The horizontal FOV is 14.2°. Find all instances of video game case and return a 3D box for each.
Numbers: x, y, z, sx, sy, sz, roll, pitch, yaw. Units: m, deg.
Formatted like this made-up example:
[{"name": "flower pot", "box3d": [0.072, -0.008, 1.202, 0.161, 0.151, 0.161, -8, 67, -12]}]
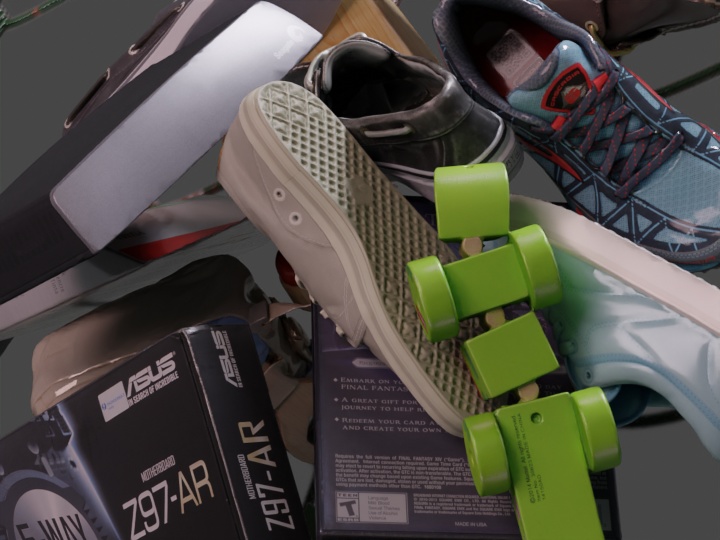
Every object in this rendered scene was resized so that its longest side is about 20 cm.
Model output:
[{"name": "video game case", "box3d": [0.048, 0.048, 1.396, 0.143, 0.019, 0.200, 2, 53, -6]}]

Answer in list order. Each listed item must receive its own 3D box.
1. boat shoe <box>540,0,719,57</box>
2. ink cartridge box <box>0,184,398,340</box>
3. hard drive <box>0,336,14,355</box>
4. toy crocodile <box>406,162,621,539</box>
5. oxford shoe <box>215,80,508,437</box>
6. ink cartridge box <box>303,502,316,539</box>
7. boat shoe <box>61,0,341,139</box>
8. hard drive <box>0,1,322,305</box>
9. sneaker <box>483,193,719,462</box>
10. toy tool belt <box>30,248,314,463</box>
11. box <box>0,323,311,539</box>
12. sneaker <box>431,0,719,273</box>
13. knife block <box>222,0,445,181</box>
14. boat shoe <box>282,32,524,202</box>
[{"name": "boat shoe", "box3d": [0.118, -0.136, 1.491, 0.200, 0.072, 0.060, 6, 73, 48]}, {"name": "ink cartridge box", "box3d": [-0.103, -0.021, 1.551, 0.200, 0.161, 0.050, -25, 85, 31]}, {"name": "hard drive", "box3d": [-0.256, 0.070, 1.651, 0.033, 0.140, 0.200, 35, 89, 8]}, {"name": "toy crocodile", "box3d": [0.070, 0.045, 1.329, 0.067, 0.062, 0.200, -18, 84, -4]}, {"name": "oxford shoe", "box3d": [0.000, 0.000, 1.383, 0.200, 0.075, 0.058, 53, 127, 12]}, {"name": "ink cartridge box", "box3d": [0.018, 0.200, 1.353, 0.104, 0.059, 0.200, -56, 40, -3]}, {"name": "boat shoe", "box3d": [-0.091, -0.119, 1.580, 0.200, 0.070, 0.066, -47, 39, 15]}, {"name": "hard drive", "box3d": [-0.116, -0.059, 1.443, 0.135, 0.042, 0.200, -24, 17, 48]}, {"name": "sneaker", "box3d": [0.112, 0.027, 1.360, 0.200, 0.074, 0.082, 28, 86, 39]}, {"name": "toy tool belt", "box3d": [-0.066, 0.059, 1.511, 0.200, 0.123, 0.125, -25, 32, 12]}, {"name": "box", "box3d": [-0.108, 0.136, 1.395, 0.200, 0.043, 0.160, -30, 70, 41]}, {"name": "sneaker", "box3d": [0.106, -0.070, 1.399, 0.200, 0.096, 0.079, 38, 92, 22]}, {"name": "knife block", "box3d": [-0.003, -0.135, 1.604, 0.200, 0.064, 0.176, -6, 59, 40]}, {"name": "boat shoe", "box3d": [0.007, -0.087, 1.441, 0.072, 0.071, 0.200, -44, 31, -20]}]
